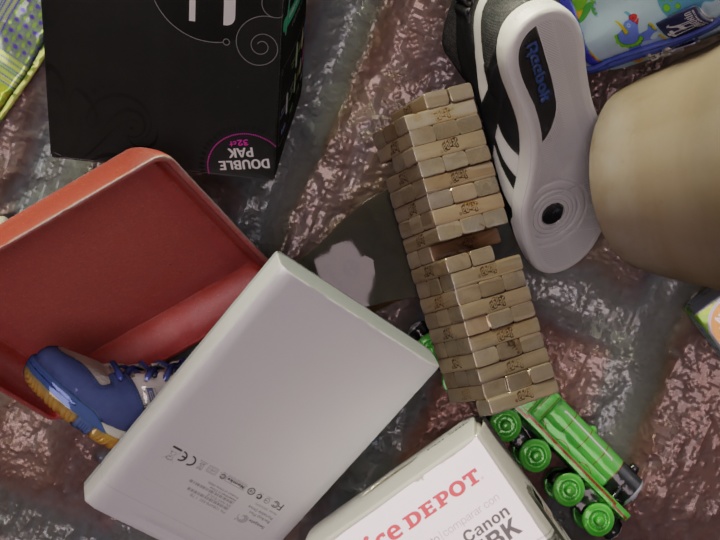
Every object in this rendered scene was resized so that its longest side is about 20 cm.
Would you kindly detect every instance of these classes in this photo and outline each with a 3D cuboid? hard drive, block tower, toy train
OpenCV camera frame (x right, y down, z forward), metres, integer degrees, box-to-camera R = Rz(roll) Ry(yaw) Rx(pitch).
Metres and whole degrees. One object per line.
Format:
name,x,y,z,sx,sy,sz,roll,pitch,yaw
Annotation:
hard drive,-0.063,0.097,0.874,0.131,0.027,0.200,33,108,-28
block tower,0.064,-0.011,0.881,0.054,0.058,0.202,-16,88,-23
toy train,0.114,0.099,0.940,0.200,0.042,0.056,45,86,-2

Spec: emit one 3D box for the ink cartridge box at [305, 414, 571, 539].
ink cartridge box,0.072,0.214,0.859,0.146,0.083,0.201,-36,88,6

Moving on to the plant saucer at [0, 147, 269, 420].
plant saucer,-0.169,0.007,0.887,0.198,0.200,0.037,-29,60,7

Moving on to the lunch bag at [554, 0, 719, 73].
lunch bag,0.162,-0.228,0.846,0.082,0.160,0.202,-23,97,-36

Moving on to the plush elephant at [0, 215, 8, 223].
plush elephant,-0.324,-0.011,0.897,0.153,0.165,0.201,-9,125,17

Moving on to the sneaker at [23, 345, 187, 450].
sneaker,-0.123,0.082,0.919,0.199,0.075,0.089,28,97,-27

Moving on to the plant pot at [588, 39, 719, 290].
plant pot,0.239,-0.064,0.829,0.172,0.199,0.202,-2,98,44

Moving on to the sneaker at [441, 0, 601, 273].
sneaker,0.106,-0.104,0.906,0.072,0.112,0.201,-22,129,-13

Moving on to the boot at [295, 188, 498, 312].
boot,0.000,0.000,0.927,0.199,0.075,0.074,-30,88,-12

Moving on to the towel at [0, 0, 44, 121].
towel,-0.303,-0.193,0.940,0.199,0.023,0.144,36,96,-1

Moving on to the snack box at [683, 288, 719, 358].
snack box,0.336,0.021,0.910,0.199,0.053,0.143,-38,91,6

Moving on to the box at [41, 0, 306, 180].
box,-0.109,-0.176,0.844,0.147,0.125,0.202,7,124,2
